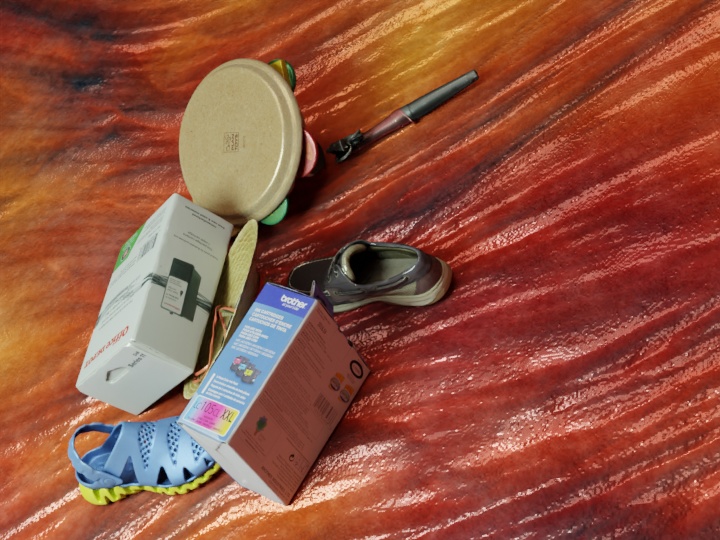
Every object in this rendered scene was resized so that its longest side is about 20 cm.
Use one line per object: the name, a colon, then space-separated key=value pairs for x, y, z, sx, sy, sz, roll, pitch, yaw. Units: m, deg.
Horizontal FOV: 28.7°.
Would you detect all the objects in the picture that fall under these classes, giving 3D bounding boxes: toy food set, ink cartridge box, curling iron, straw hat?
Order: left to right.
ink cartridge box: x=-0.227 y=0.040 z=1.555 sx=0.146 sy=0.083 sz=0.202 roll=-36 pitch=33 yaw=47
toy food set: x=-0.134 y=-0.146 z=1.635 sx=0.197 sy=0.048 sz=0.202 roll=-18 pitch=78 yaw=36
straw hat: x=-0.112 y=0.055 z=1.490 sx=0.201 sy=0.084 sz=0.203 roll=-158 pitch=90 yaw=-77
ink cartridge box: x=-0.073 y=0.109 z=1.387 sx=0.076 sy=0.137 sz=0.201 roll=19 pitch=66 yaw=37
curling iron: x=0.049 y=-0.176 z=1.626 sx=0.199 sy=0.026 sz=0.050 roll=-27 pitch=6 yaw=7

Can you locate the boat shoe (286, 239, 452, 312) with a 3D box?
boat shoe: x=0.000 y=0.000 z=1.483 sx=0.198 sy=0.065 sz=0.072 roll=0 pitch=56 yaw=36

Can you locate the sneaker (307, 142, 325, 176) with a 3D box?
sneaker: x=-0.125 y=-0.140 z=1.705 sx=0.116 sy=0.075 sz=0.200 roll=-55 pitch=47 yaw=10

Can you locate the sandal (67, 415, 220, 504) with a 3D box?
sandal: x=-0.226 y=0.188 z=1.463 sx=0.198 sy=0.087 sz=0.080 roll=-18 pitch=44 yaw=18
